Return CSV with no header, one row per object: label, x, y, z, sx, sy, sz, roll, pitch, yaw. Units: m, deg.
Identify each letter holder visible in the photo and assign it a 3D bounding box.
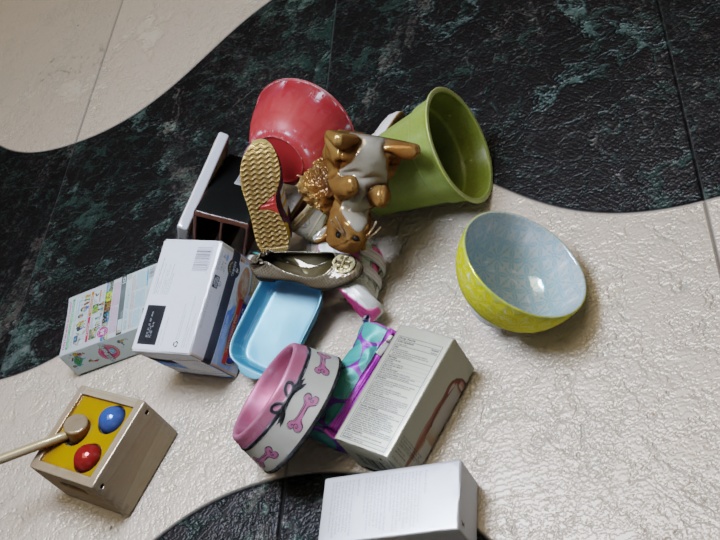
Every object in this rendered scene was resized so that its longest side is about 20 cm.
letter holder,-0.228,-0.094,1.882,0.100,0.142,0.200,14,37,4

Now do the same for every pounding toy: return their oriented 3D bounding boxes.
pounding toy,-0.445,0.284,1.659,0.200,0.142,0.184,7,57,35

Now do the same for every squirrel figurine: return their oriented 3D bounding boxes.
squirrel figurine,-0.017,-0.125,1.641,0.200,0.141,0.187,-151,68,-62

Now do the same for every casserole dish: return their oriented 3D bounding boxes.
casserole dish,-0.132,0.087,1.684,0.121,0.039,0.200,21,80,26

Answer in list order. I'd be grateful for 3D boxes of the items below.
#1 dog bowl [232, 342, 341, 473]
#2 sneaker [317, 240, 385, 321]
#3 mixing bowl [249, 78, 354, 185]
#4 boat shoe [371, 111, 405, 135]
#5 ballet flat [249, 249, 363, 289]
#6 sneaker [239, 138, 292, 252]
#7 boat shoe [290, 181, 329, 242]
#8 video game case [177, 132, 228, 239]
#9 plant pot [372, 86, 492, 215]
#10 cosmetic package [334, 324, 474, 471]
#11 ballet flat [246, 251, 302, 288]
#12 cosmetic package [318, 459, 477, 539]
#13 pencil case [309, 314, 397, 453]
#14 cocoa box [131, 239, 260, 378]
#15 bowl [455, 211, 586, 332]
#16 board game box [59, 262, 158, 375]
dog bowl,-0.113,0.193,1.512,0.200,0.074,0.200,-53,12,17
sneaker,0.000,0.000,1.682,0.088,0.081,0.200,-33,44,4
mixing bowl,-0.121,-0.226,1.829,0.200,0.200,0.108,1,40,32
boat shoe,0.020,-0.209,1.861,0.069,0.071,0.200,11,61,36
ballet flat,-0.091,-0.009,1.649,0.200,0.046,0.067,4,47,26
sneaker,-0.161,-0.125,1.765,0.075,0.200,0.090,-6,8,1
boat shoe,-0.075,-0.137,1.779,0.074,0.069,0.200,-95,27,-55
video game case,-0.290,-0.131,1.903,0.023,0.182,0.200,21,69,-1
plant pot,0.090,-0.176,1.728,0.190,0.200,0.200,-21,43,32
cosmetic package,0.065,0.189,1.471,0.103,0.087,0.200,14,62,40
ballet flat,-0.129,0.014,1.772,0.200,0.069,0.069,12,60,43
cosmetic package,0.051,0.323,1.372,0.200,0.071,0.102,-12,47,22
pencil case,-0.004,0.170,1.529,0.085,0.092,0.200,31,67,-3
cocoa box,-0.268,0.064,1.724,0.133,0.131,0.200,2,69,33
bowl,0.213,0.022,1.496,0.200,0.200,0.108,-93,25,-42
board game box,-0.443,0.089,1.889,0.200,0.064,0.148,-19,44,14
